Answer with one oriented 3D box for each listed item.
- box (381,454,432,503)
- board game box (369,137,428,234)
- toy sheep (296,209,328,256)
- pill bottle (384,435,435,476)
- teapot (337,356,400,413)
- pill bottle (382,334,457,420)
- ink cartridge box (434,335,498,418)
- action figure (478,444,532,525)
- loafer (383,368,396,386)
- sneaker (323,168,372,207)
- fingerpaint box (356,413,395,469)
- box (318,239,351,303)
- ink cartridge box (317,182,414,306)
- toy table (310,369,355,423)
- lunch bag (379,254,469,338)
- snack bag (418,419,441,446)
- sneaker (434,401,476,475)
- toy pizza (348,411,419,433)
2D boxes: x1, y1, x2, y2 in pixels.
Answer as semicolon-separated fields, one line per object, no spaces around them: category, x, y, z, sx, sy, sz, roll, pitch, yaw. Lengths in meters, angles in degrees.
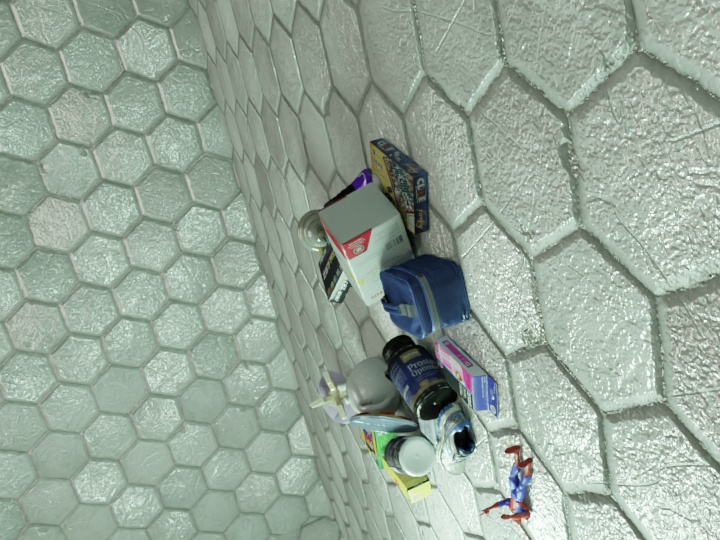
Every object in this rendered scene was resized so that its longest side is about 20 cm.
box;0.136;0.616;1.959;0.200;0.075;0.050;33;139;62
board game box;0.080;-0.182;1.375;0.200;0.034;0.136;-129;27;-49
toy sheep;-0.124;-0.115;1.917;0.200;0.137;0.139;-156;49;-72
pill bottle;0.130;0.520;1.824;0.200;0.106;0.107;137;113;-71
teapot;0.020;0.363;1.933;0.200;0.145;0.198;98;149;-53
pill bottle;0.132;0.247;1.528;0.200;0.111;0.112;-127;25;-45
ink cartridge box;0.221;0.225;1.367;0.200;0.037;0.095;42;146;54
action figure;0.290;0.449;1.287;0.065;0.099;0.201;-132;27;-54
loafer;0.125;0.308;1.626;0.200;0.063;0.072;-129;27;-51
sneaker;-0.033;-0.162;1.567;0.200;0.099;0.070;-61;41;39
fingerpaint box;0.049;0.516;2.119;0.167;0.073;0.201;-133;30;-53
box;-0.047;-0.038;1.728;0.162;0.049;0.200;-107;34;-47
ink cartridge box;0.020;-0.056;1.433;0.145;0.145;0.200;53;169;46
toy table;-0.089;0.451;2.337;0.200;0.184;0.117;52;173;19
lunch bag;0.117;0.051;1.338;0.200;0.132;0.136;-164;57;-69
snack bag;0.183;0.366;1.647;0.200;0.021;0.189;-152;46;-65
sneaker;0.222;0.404;1.483;0.085;0.077;0.201;39;145;52
toy pizza;0.066;0.421;1.813;0.200;0.199;0.032;114;164;-65
